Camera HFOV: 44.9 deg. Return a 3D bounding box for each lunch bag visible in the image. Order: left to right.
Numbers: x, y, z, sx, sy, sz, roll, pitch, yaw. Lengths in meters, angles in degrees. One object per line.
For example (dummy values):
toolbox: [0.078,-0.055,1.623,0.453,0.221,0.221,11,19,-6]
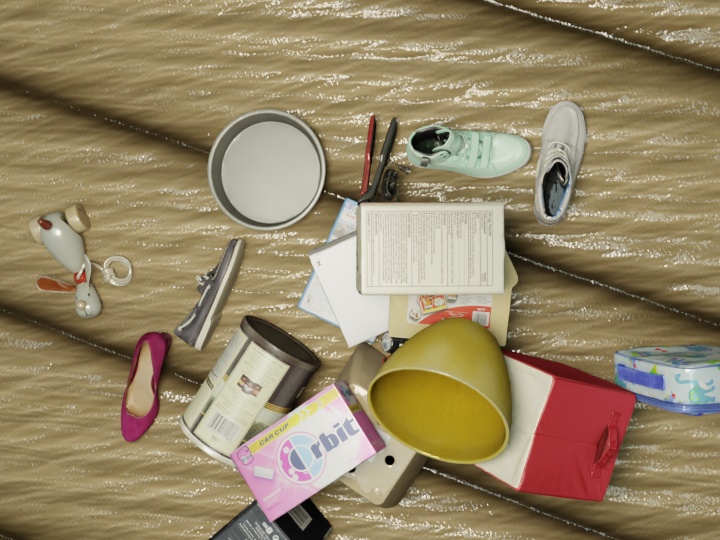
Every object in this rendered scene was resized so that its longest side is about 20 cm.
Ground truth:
lunch bag: [0.473,0.157,1.274,0.160,0.200,0.083,-2,92,-17]

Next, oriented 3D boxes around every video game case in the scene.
video game case: [0.000,0.000,1.439,0.143,0.018,0.200,25,94,8]

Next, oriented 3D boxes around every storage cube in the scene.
storage cube: [0.263,0.222,1.287,0.180,0.200,0.171,16,93,-33]

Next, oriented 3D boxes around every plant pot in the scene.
plant pot: [0.019,0.254,1.358,0.200,0.177,0.200,33,95,6]
plant pot: [0.127,0.150,1.211,0.200,0.200,0.142,23,50,7]

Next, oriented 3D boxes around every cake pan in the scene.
cake pan: [-0.153,-0.165,1.449,0.200,0.037,0.201,0,91,8]

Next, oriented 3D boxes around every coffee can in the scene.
coffee can: [-0.178,0.194,1.400,0.146,0.146,0.200,34,95,6]

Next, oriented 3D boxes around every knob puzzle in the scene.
knob puzzle: [0.134,0.005,1.296,0.219,0.030,0.220,0,91,-3]

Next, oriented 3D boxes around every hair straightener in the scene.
hair straightener: [0.041,-0.161,1.378,0.077,0.041,0.200,6,58,6]

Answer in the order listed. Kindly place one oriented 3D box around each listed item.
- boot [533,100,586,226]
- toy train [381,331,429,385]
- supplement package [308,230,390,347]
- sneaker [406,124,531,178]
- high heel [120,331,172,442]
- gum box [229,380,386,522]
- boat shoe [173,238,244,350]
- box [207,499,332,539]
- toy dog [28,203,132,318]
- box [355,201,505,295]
boot: [0.312,-0.170,1.354,0.073,0.096,0.201,7,91,8]
toy train: [0.121,0.144,1.348,0.200,0.085,0.114,9,67,-33]
supplement package: [0.039,0.004,1.363,0.200,0.111,0.156,-24,96,0]
sneaker: [0.169,-0.187,1.363,0.200,0.118,0.074,1,89,7]
high heel: [-0.371,0.196,1.452,0.067,0.096,0.200,15,92,8]
gum box: [-0.079,0.261,1.250,0.200,0.066,0.114,-35,79,10]
boat shoe: [-0.252,0.033,1.448,0.063,0.073,0.200,24,98,4]
box: [-0.170,0.445,1.374,0.197,0.200,0.124,-42,83,6]
toy dog: [-0.493,-0.022,1.468,0.132,0.096,0.200,-42,85,7]
box: [0.094,-0.030,1.224,0.199,0.109,0.128,0,90,-4]
